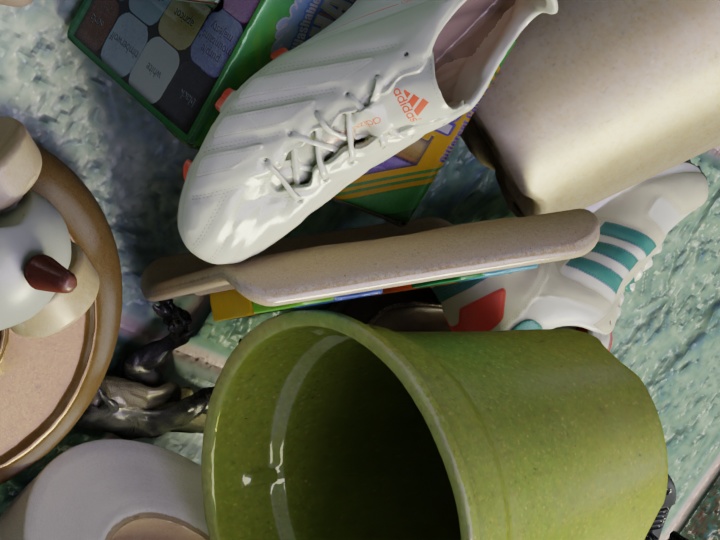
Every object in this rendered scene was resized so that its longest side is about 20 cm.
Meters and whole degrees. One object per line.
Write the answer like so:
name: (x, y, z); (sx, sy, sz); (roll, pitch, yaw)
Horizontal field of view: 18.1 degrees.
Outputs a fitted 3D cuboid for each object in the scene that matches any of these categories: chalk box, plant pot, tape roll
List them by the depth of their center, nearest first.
chalk box: (-0.045, -0.123, 1.066); (0.199, 0.124, 0.124); (20, 105, -46)
plant pot: (-0.204, 0.028, 1.083); (0.199, 0.027, 0.202); (-11, 114, -24)
tape roll: (-0.098, 0.178, 1.146); (0.202, 0.204, 0.037); (15, 132, -44)
plant pot: (0.051, 0.107, 1.148); (0.183, 0.200, 0.202); (-10, 125, -40)
plant pot: (0.131, -0.124, 1.177); (0.183, 0.201, 0.201); (-32, 135, -1)

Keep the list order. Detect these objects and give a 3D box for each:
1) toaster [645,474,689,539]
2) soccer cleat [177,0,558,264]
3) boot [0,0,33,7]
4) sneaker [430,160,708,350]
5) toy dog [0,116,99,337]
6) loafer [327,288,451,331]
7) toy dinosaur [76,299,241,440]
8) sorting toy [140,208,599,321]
toaster: (0.094, 0.138, 1.354); (0.199, 0.129, 0.114); (-7, 124, -34)
soccer cleat: (0.000, -0.075, 0.990); (0.200, 0.078, 0.069); (-46, 137, -3)
boot: (-0.242, -0.133, 0.951); (0.146, 0.070, 0.200); (-42, 136, 2)
sneaker: (0.129, 0.004, 1.297); (0.199, 0.070, 0.094); (-22, 87, -32)
toy dog: (-0.197, 0.027, 1.012); (0.132, 0.096, 0.200); (38, 90, -33)
loafer: (0.059, 0.046, 1.304); (0.199, 0.071, 0.073); (-1, 119, -38)
toy dinosaur: (-0.101, 0.065, 1.207); (0.199, 0.048, 0.088); (19, 122, -43)
sorting toy: (0.000, 0.000, 1.120); (0.184, 0.200, 0.037); (-9, 94, -19)
